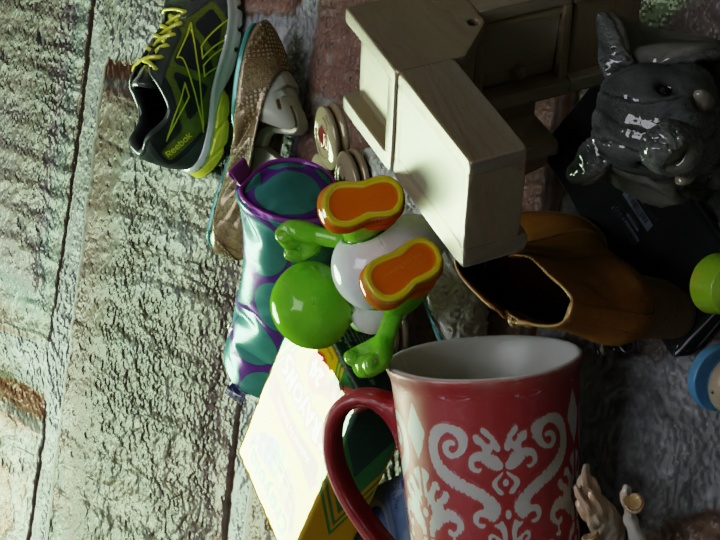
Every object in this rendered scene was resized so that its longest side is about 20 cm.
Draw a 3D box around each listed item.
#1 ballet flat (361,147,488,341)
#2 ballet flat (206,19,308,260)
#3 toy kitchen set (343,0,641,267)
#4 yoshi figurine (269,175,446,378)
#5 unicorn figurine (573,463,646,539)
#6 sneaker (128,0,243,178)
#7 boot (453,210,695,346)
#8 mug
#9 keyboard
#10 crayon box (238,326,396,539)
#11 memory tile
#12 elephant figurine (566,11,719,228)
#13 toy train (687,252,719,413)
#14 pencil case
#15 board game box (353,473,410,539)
[{"bbox_3d":[0.059,-0.024,1.470,0.072,0.071,0.201,-47,55,39],"label":"ballet flat"},{"bbox_3d":[-0.076,-0.104,1.657,0.065,0.070,0.201,15,103,23],"label":"ballet flat"},{"bbox_3d":[0.112,-0.078,1.284,0.181,0.199,0.164,-125,27,-43],"label":"toy kitchen set"},{"bbox_3d":[-0.011,0.010,1.339,0.200,0.111,0.113,111,179,-74],"label":"yoshi figurine"},{"bbox_3d":[0.181,0.231,1.278,0.138,0.073,0.201,76,-168,-52],"label":"unicorn figurine"},{"bbox_3d":[-0.155,-0.183,1.732,0.074,0.084,0.201,-4,85,51],"label":"sneaker"},{"bbox_3d":[0.108,-0.004,1.303,0.201,0.144,0.071,25,101,47],"label":"boot"},{"bbox_3d":[0.076,0.153,1.366,0.177,0.133,0.201,6,105,49],"label":"mug"},{"bbox_3d":[0.177,-0.023,1.352,0.127,0.021,0.200,-51,49,29],"label":"keyboard"},{"bbox_3d":[-0.033,0.131,1.504,0.127,0.051,0.201,60,138,44],"label":"crayon box"},{"bbox_3d":[-0.004,-0.014,1.528,0.154,0.017,0.201,99,154,-47],"label":"memory tile"},{"bbox_3d":[0.185,-0.094,1.200,0.155,0.199,0.142,-31,64,46],"label":"elephant figurine"},{"bbox_3d":[0.238,0.013,1.191,0.116,0.084,0.201,-149,47,-62],"label":"toy train"},{"bbox_3d":[-0.062,0.010,1.549,0.092,0.085,0.201,25,134,18],"label":"pencil case"},{"bbox_3d":[0.026,0.265,1.503,0.199,0.043,0.201,-33,62,47],"label":"board game box"}]
